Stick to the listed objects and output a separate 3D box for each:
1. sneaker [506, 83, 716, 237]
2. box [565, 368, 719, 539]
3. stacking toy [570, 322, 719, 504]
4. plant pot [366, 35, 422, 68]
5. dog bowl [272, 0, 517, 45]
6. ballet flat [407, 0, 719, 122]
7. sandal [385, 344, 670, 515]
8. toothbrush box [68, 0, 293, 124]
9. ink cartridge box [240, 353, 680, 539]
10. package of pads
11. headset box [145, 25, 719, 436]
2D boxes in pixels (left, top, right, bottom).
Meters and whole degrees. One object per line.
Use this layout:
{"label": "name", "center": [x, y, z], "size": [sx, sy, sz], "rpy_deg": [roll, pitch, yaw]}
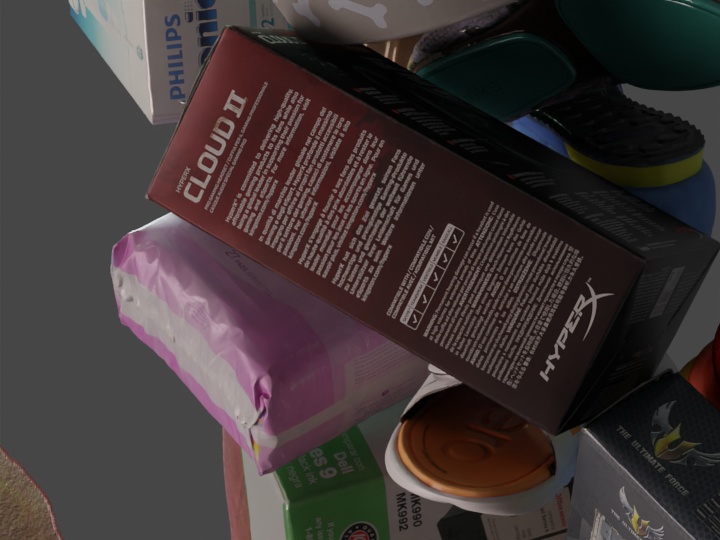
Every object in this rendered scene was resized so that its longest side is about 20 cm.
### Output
{"label": "sneaker", "center": [0.099, -0.043, 1.133], "size": [0.200, 0.066, 0.079], "rpy_deg": [-127, 27, -63]}
{"label": "box", "center": [0.155, 0.155, 0.953], "size": [0.200, 0.051, 0.158], "rpy_deg": [45, 153, 30]}
{"label": "stacking toy", "center": [0.143, 0.063, 1.020], "size": [0.200, 0.085, 0.086], "rpy_deg": [106, 149, -61]}
{"label": "plant pot", "center": [-0.007, -0.147, 1.323], "size": [0.201, 0.092, 0.202], "rpy_deg": [-172, 90, -85]}
{"label": "dog bowl", "center": [0.043, -0.152, 0.979], "size": [0.059, 0.199, 0.200], "rpy_deg": [66, 174, -21]}
{"label": "ballet flat", "center": [0.095, -0.106, 1.031], "size": [0.200, 0.072, 0.072], "rpy_deg": [-9, 95, 52]}
{"label": "sandal", "center": [0.074, 0.034, 1.097], "size": [0.207, 0.079, 0.060], "rpy_deg": [-42, -41, -53]}
{"label": "toothbrush box", "center": [-0.086, -0.169, 1.220], "size": [0.200, 0.085, 0.147], "rpy_deg": [-130, 34, -65]}
{"label": "ink cartridge box", "center": [0.052, 0.111, 1.212], "size": [0.084, 0.199, 0.147], "rpy_deg": [-122, 21, -51]}
{"label": "package of pads", "center": [0.000, 0.000, 1.170], "size": [0.121, 0.199, 0.076], "rpy_deg": [46, 149, 30]}
{"label": "headset box", "center": [0.024, -0.024, 0.988], "size": [0.078, 0.199, 0.149], "rpy_deg": [-64, -14, 10]}
